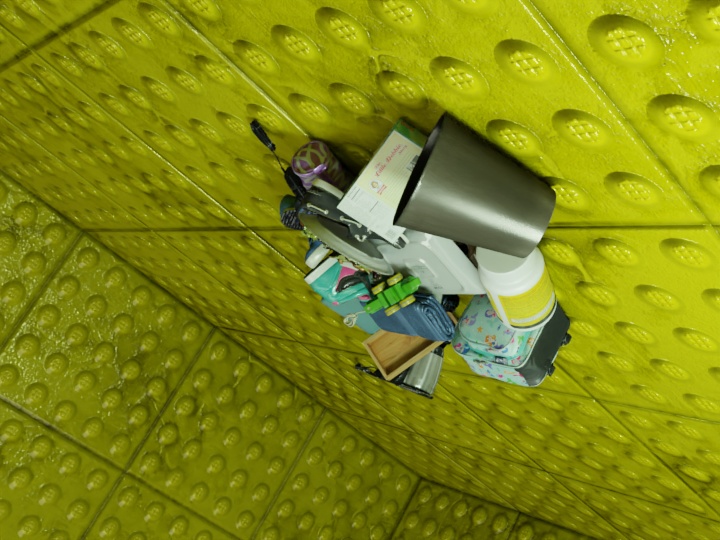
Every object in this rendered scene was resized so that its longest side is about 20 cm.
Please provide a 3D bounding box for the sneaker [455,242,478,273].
[{"bbox_3d":[0.185,-0.024,1.718,0.076,0.070,0.200,52,152,-11],"label":"sneaker"}]

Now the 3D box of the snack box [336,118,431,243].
[{"bbox_3d":[0.058,-0.140,1.480,0.116,0.037,0.200,33,134,-8],"label":"snack box"}]

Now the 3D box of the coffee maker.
[{"bbox_3d":[0.112,0.166,2.071,0.192,0.200,0.135,22,174,-1],"label":"coffee maker"}]

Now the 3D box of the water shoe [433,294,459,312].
[{"bbox_3d":[0.169,0.050,1.876,0.079,0.072,0.200,19,-174,-1],"label":"water shoe"}]

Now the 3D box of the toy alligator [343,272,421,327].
[{"bbox_3d":[0.049,0.052,1.736,0.200,0.054,0.059,-32,89,38],"label":"toy alligator"}]

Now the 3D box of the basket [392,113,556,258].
[{"bbox_3d":[0.174,-0.107,1.352,0.200,0.181,0.136,24,-164,-5],"label":"basket"}]

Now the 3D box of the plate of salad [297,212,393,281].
[{"bbox_3d":[-0.030,-0.040,1.628,0.200,0.048,0.200,31,-169,-7],"label":"plate of salad"}]

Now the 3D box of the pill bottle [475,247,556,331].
[{"bbox_3d":[0.267,0.013,1.577,0.114,0.114,0.200,20,160,30],"label":"pill bottle"}]

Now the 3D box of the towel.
[{"bbox_3d":[0.094,0.084,1.796,0.200,0.049,0.112,5,139,50],"label":"towel"}]

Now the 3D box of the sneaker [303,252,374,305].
[{"bbox_3d":[0.000,0.000,1.791,0.121,0.200,0.084,53,164,-4],"label":"sneaker"}]

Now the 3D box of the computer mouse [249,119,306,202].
[{"bbox_3d":[-0.140,-0.203,1.726,0.200,0.034,0.059,55,168,-11],"label":"computer mouse"}]

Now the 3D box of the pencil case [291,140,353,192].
[{"bbox_3d":[-0.052,-0.151,1.687,0.200,0.084,0.086,48,-168,-47],"label":"pencil case"}]

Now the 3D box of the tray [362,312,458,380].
[{"bbox_3d":[0.114,0.142,1.999,0.099,0.200,0.037,56,-172,17],"label":"tray"}]

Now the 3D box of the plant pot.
[{"bbox_3d":[0.036,0.022,1.950,0.141,0.141,0.200,33,154,-10],"label":"plant pot"}]

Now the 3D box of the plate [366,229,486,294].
[{"bbox_3d":[0.116,-0.013,1.682,0.199,0.032,0.200,-3,139,50],"label":"plate"}]

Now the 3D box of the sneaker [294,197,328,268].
[{"bbox_3d":[-0.093,-0.091,1.780,0.111,0.200,0.077,37,130,-6],"label":"sneaker"}]

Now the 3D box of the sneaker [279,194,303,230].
[{"bbox_3d":[-0.073,-0.108,1.910,0.200,0.079,0.066,20,129,-17],"label":"sneaker"}]

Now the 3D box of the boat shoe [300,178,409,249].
[{"bbox_3d":[-0.010,-0.085,1.595,0.200,0.060,0.074,32,172,-6],"label":"boat shoe"}]

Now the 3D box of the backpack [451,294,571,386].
[{"bbox_3d":[0.272,0.116,1.744,0.200,0.178,0.151,4,147,51],"label":"backpack"}]
